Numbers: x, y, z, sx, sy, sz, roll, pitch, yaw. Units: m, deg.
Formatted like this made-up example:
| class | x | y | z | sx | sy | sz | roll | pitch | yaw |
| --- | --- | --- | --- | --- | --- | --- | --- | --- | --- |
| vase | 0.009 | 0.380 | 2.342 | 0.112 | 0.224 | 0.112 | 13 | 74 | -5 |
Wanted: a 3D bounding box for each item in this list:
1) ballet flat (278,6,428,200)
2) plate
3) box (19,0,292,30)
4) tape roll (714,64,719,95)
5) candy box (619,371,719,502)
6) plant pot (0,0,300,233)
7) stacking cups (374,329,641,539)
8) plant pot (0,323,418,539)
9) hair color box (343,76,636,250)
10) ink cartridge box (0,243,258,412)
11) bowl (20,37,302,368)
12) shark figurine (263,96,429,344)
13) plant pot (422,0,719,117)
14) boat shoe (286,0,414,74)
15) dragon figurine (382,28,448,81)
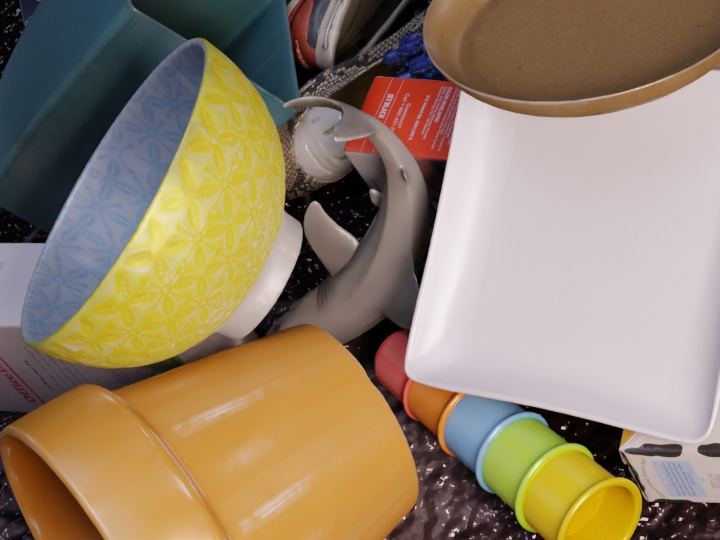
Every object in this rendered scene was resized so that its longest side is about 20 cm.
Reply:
| class | x | y | z | sx | sy | sz | roll | pitch | yaw |
| --- | --- | --- | --- | --- | --- | --- | --- | --- | --- |
| ballet flat | 0.010 | -0.111 | 1.463 | 0.199 | 0.068 | 0.075 | -36 | 23 | -6 |
| plate | 0.130 | -0.018 | 1.231 | 0.199 | 0.032 | 0.201 | 11 | 87 | 34 |
| box | -0.147 | -0.243 | 1.617 | 0.195 | 0.124 | 0.201 | -23 | 46 | 7 |
| tape roll | 0.287 | -0.126 | 1.283 | 0.201 | 0.139 | 0.204 | -15 | 47 | 17 |
| candy box | 0.252 | 0.056 | 1.214 | 0.199 | 0.061 | 0.137 | -3 | 54 | 26 |
| plant pot | -0.162 | -0.120 | 1.492 | 0.200 | 0.141 | 0.142 | -42 | 34 | 27 |
| stacking cups | 0.078 | 0.092 | 1.277 | 0.060 | 0.061 | 0.200 | -41 | 47 | -8 |
| plant pot | -0.075 | 0.128 | 1.253 | 0.183 | 0.201 | 0.200 | -32 | 44 | -20 |
| hair color box | 0.103 | -0.057 | 1.347 | 0.199 | 0.111 | 0.064 | 5 | 59 | 31 |
| ink cartridge box | -0.181 | 0.038 | 1.415 | 0.199 | 0.117 | 0.068 | 0 | 57 | 27 |
| bowl | -0.098 | -0.019 | 1.263 | 0.200 | 0.107 | 0.201 | -49 | 22 | 27 |
| shark figurine | 0.015 | -0.014 | 1.317 | 0.127 | 0.215 | 0.090 | -3 | 45 | -15 |
| plant pot | 0.134 | -0.143 | 1.237 | 0.198 | 0.028 | 0.201 | -12 | 36 | 9 |
| boat shoe | 0.022 | -0.218 | 1.541 | 0.200 | 0.071 | 0.062 | -51 | 36 | -10 |
| dragon figurine | 0.115 | -0.123 | 1.397 | 0.198 | 0.100 | 0.059 | -9 | 50 | 13 |
